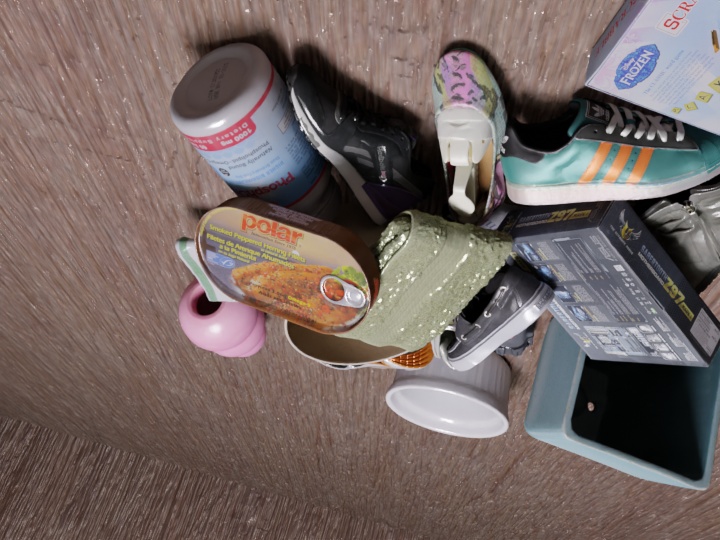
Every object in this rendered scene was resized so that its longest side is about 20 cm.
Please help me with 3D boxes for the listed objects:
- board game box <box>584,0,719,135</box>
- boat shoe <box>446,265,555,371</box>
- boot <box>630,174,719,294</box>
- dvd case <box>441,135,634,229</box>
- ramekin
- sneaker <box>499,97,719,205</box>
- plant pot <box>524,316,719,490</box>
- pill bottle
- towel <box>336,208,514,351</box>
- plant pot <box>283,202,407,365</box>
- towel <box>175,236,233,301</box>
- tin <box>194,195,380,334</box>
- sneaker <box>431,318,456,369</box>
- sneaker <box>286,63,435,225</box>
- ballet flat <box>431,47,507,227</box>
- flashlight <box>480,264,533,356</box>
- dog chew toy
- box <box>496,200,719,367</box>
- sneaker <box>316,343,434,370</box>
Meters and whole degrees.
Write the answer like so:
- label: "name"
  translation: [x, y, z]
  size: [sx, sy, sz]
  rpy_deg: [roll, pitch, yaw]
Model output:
- label: "board game box"
  translation: [0.295, -0.173, 0.530]
  size: [0.198, 0.042, 0.200]
  rpy_deg: [19, 153, -4]
- label: "boat shoe"
  translation: [0.138, 0.052, 0.845]
  size: [0.066, 0.070, 0.200]
  rpy_deg: [41, 152, 1]
- label: "boot"
  translation: [0.308, -0.037, 0.740]
  size: [0.130, 0.068, 0.200]
  rpy_deg: [23, 144, -21]
- label: "dvd case"
  translation: [0.199, -0.065, 0.807]
  size: [0.142, 0.018, 0.200]
  rpy_deg: [28, 151, -21]
- label: "ramekin"
  translation: [0.147, 0.186, 1.210]
  size: [0.198, 0.099, 0.201]
  rpy_deg: [14, 153, 7]
- label: "sneaker"
  translation: [0.220, -0.111, 0.654]
  size: [0.198, 0.072, 0.080]
  rpy_deg: [-7, 125, 19]
- label: "plant pot"
  translation: [0.316, 0.157, 0.970]
  size: [0.195, 0.198, 0.200]
  rpy_deg: [21, 161, -8]
- label: "pill bottle"
  translation: [-0.096, -0.123, 0.774]
  size: [0.108, 0.110, 0.200]
  rpy_deg: [0, 148, 29]
- label: "towel"
  translation: [0.057, 0.019, 0.789]
  size: [0.147, 0.037, 0.200]
  rpy_deg: [10, 137, -29]
- label: "plant pot"
  translation: [0.000, 0.000, 0.887]
  size: [0.198, 0.135, 0.201]
  rpy_deg: [-9, 143, -7]
- label: "towel"
  translation: [-0.142, 0.014, 1.027]
  size: [0.198, 0.031, 0.150]
  rpy_deg: [10, 152, 19]
- label: "tin"
  translation: [-0.074, -0.008, 0.752]
  size: [0.198, 0.042, 0.113]
  rpy_deg: [20, 130, 17]
- label: "sneaker"
  translation: [0.129, 0.086, 1.020]
  size: [0.073, 0.117, 0.201]
  rpy_deg: [6, 152, 17]
- label: "sneaker"
  translation: [0.007, -0.139, 0.753]
  size: [0.087, 0.076, 0.200]
  rpy_deg: [-25, 132, 19]
- label: "ballet flat"
  translation: [0.102, -0.108, 0.709]
  size: [0.068, 0.072, 0.201]
  rpy_deg: [11, 146, 22]
- label: "flashlight"
  translation: [0.186, 0.058, 0.979]
  size: [0.068, 0.068, 0.200]
  rpy_deg: [48, 171, 25]
- label: "dog chew toy"
  translation: [-0.209, 0.082, 1.212]
  size: [0.123, 0.126, 0.200]
  rpy_deg: [8, 160, 17]
- label: "box"
  translation: [0.248, 0.015, 0.769]
  size: [0.200, 0.051, 0.157]
  rpy_deg: [46, 157, -18]
- label: "sneaker"
  translation: [-0.001, 0.109, 1.061]
  size: [0.198, 0.077, 0.092]
  rpy_deg: [11, 166, -13]
